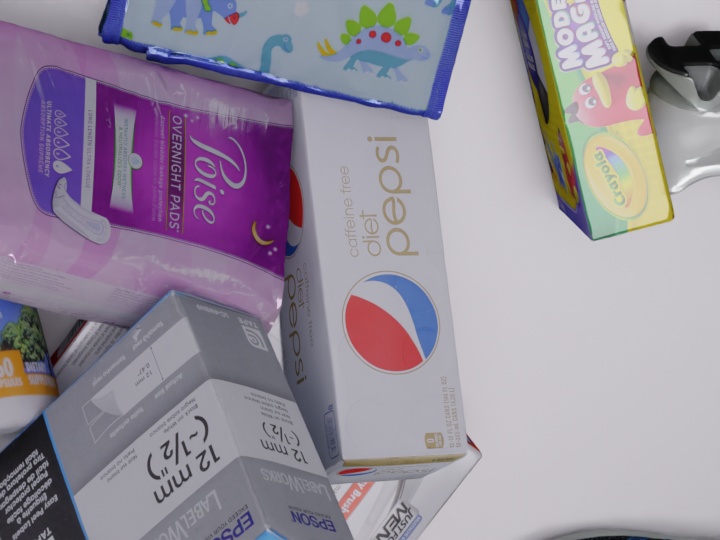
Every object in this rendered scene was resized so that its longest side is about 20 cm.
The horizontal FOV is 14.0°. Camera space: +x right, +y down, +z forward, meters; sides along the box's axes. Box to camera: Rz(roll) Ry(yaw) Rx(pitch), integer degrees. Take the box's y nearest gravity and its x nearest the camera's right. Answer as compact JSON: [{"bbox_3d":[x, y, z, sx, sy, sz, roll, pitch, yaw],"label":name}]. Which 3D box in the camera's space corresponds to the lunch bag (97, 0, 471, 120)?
[{"bbox_3d":[-0.023,-0.183,1.392,0.170,0.127,0.201,12,80,-6],"label":"lunch bag"}]

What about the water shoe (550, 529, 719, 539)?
[{"bbox_3d":[0.157,0.171,1.495,0.199,0.079,0.072,-6,99,-3],"label":"water shoe"}]

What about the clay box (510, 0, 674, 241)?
[{"bbox_3d":[0.101,-0.122,1.425,0.047,0.115,0.201,-15,99,-2],"label":"clay box"}]

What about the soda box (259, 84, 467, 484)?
[{"bbox_3d":[0.000,0.000,1.421,0.068,0.064,0.201,-1,77,-22],"label":"soda box"}]

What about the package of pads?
[{"bbox_3d":[-0.129,-0.040,1.358,0.200,0.076,0.121,15,65,-30],"label":"package of pads"}]

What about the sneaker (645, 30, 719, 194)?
[{"bbox_3d":[0.236,-0.072,1.474,0.199,0.074,0.089,0,118,-7],"label":"sneaker"}]

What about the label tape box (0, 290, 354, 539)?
[{"bbox_3d":[-0.080,0.132,1.309,0.143,0.200,0.066,-42,141,24],"label":"label tape box"}]

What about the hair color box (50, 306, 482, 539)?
[{"bbox_3d":[-0.052,0.073,1.472,0.200,0.064,0.111,37,93,-8],"label":"hair color box"}]

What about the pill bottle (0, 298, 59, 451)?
[{"bbox_3d":[-0.218,-0.008,1.403,0.112,0.112,0.201,-15,81,-2],"label":"pill bottle"}]
